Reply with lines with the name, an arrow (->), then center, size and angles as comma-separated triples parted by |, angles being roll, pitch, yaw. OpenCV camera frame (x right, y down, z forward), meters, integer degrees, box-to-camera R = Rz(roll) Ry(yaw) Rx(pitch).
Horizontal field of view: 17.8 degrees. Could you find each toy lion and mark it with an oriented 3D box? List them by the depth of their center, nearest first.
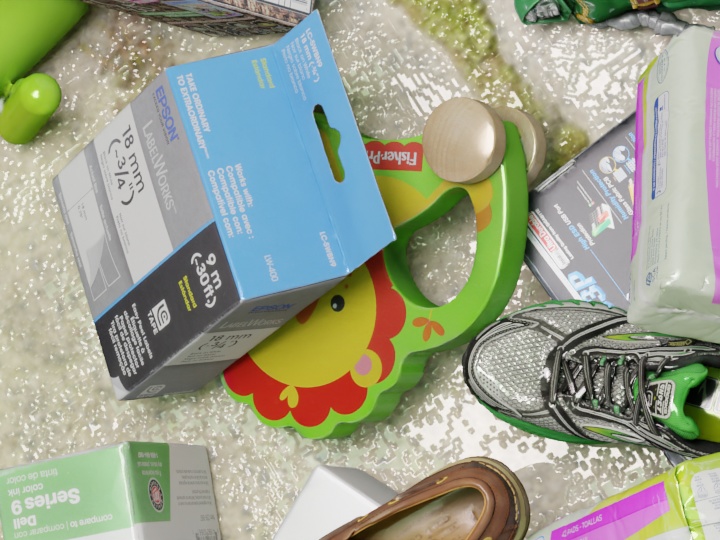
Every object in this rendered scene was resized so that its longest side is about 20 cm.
toy lion -> 0.000, 0.000, 1.296 | 0.199, 0.068, 0.194 | 3, 89, 32

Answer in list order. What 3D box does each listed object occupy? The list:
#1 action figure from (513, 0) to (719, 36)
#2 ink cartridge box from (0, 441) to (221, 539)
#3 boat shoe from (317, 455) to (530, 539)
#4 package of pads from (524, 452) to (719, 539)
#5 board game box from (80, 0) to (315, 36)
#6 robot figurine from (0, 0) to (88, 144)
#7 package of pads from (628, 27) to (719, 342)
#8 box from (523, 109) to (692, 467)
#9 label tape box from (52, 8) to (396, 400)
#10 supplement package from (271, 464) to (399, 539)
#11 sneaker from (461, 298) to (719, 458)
action figure -> 0.180, -0.165, 1.274 | 0.198, 0.118, 0.055 | -8, 50, 22
ink cartridge box -> -0.128, 0.203, 1.279 | 0.087, 0.145, 0.202 | -13, 82, 12
boat shoe -> -0.004, 0.163, 1.174 | 0.200, 0.068, 0.072 | -38, 77, 6
package of pads -> 0.204, 0.131, 1.162 | 0.198, 0.154, 0.069 | -6, 74, -29
board game box -> -0.120, -0.230, 1.283 | 0.096, 0.199, 0.161 | 2, 83, 47
robot figurine -> -0.241, -0.155, 1.355 | 0.200, 0.116, 0.176 | -43, 97, 6
package of pads -> 0.240, -0.034, 1.189 | 0.198, 0.068, 0.156 | 12, 64, -12
box -> 0.195, 0.004, 1.275 | 0.159, 0.046, 0.201 | -38, 78, 7
label tape box -> -0.082, -0.035, 1.274 | 0.200, 0.063, 0.145 | -37, 65, 43
supplement package -> 0.039, 0.207, 1.255 | 0.199, 0.117, 0.117 | 32, 93, 13
sneaker -> 0.150, 0.057, 1.214 | 0.198, 0.085, 0.079 | 7, 87, 15
